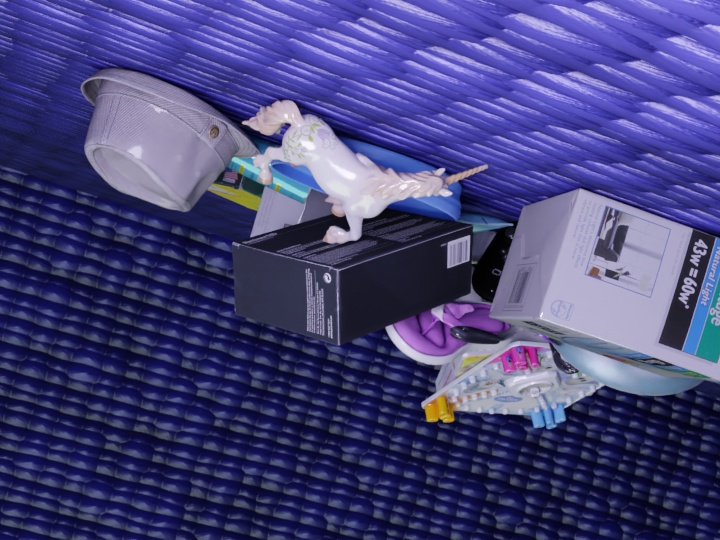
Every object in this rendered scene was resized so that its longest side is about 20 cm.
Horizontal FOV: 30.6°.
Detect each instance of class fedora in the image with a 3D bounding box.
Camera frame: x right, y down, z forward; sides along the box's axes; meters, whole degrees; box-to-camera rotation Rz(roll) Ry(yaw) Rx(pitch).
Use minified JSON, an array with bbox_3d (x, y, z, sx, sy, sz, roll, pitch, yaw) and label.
[{"bbox_3d":[-0.200,-0.118,1.304,0.176,0.091,0.200,15,166,24],"label":"fedora"}]

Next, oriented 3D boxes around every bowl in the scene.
[{"bbox_3d":[0.009,-0.095,1.329,0.199,0.040,0.201,17,176,1],"label":"bowl"}]

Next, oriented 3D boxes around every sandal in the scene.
[{"bbox_3d":[0.095,0.046,1.335,0.083,0.050,0.202,48,-152,23],"label":"sandal"}]

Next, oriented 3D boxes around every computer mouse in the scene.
[{"bbox_3d":[0.243,0.049,1.469,0.058,0.200,0.034,18,132,7],"label":"computer mouse"}]

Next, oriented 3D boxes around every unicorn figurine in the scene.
[{"bbox_3d":[-0.010,-0.084,1.180,0.199,0.074,0.137,28,150,-16],"label":"unicorn figurine"}]

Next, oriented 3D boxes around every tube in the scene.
[{"bbox_3d":[0.071,-0.058,1.470,0.077,0.051,0.199,-5,-174,-40],"label":"tube"},{"bbox_3d":[-0.142,-0.134,1.429,0.199,0.051,0.077,23,165,-4],"label":"tube"}]

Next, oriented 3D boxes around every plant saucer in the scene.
[{"bbox_3d":[0.296,0.052,1.432,0.199,0.201,0.028,16,133,7],"label":"plant saucer"}]

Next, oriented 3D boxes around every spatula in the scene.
[{"bbox_3d":[0.144,0.063,1.323,0.056,0.021,0.200,34,-161,29],"label":"spatula"}]

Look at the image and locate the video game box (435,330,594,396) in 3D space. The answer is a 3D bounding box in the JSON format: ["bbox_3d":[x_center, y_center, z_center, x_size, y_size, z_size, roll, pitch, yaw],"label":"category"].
[{"bbox_3d":[0.199,0.108,1.554,0.199,0.047,0.182,-5,157,-9],"label":"video game box"}]

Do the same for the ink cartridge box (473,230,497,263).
[{"bbox_3d":[0.164,-0.021,1.695,0.199,0.041,0.199,14,175,33],"label":"ink cartridge box"}]

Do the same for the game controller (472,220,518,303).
[{"bbox_3d":[0.219,0.018,1.399,0.199,0.104,0.042,24,150,26],"label":"game controller"}]

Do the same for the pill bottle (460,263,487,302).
[{"bbox_3d":[0.174,0.046,1.603,0.199,0.115,0.114,-4,179,-7],"label":"pill bottle"}]

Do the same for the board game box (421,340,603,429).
[{"bbox_3d":[0.204,0.138,1.537,0.199,0.026,0.200,7,151,-30],"label":"board game box"}]

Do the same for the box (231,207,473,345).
[{"bbox_3d":[-0.005,-0.001,1.275,0.141,0.079,0.199,17,-156,39],"label":"box"}]

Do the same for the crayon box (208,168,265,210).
[{"bbox_3d":[-0.132,-0.109,1.657,0.126,0.051,0.200,15,175,34],"label":"crayon box"}]

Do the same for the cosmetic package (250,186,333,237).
[{"bbox_3d":[-0.043,-0.059,1.619,0.074,0.102,0.200,12,173,34],"label":"cosmetic package"}]

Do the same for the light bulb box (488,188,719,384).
[{"bbox_3d":[0.251,0.018,1.240,0.199,0.126,0.198,19,176,-6],"label":"light bulb box"}]
